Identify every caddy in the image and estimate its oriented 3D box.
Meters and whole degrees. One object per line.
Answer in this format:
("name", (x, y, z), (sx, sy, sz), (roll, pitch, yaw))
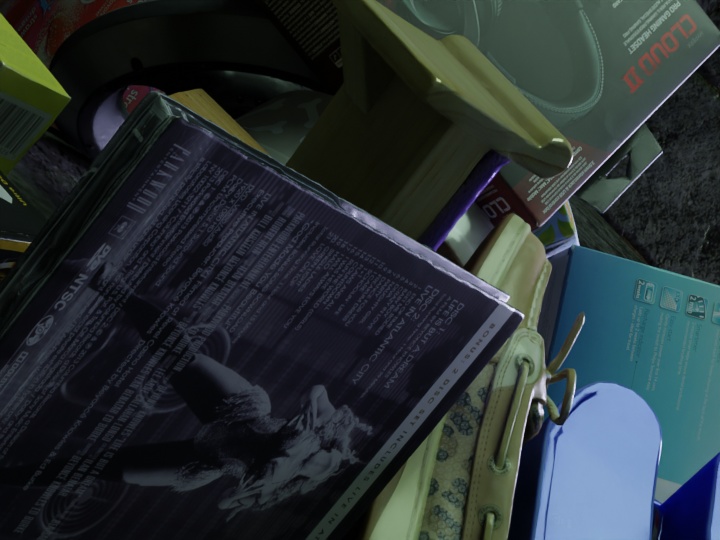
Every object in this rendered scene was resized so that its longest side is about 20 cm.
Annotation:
("caddy", (0.103, 0.144, 0.671), (0.141, 0.105, 0.201), (25, 41, -7))

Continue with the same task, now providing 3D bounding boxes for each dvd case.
("dvd case", (-0.044, 0.041, 0.503), (0.016, 0.149, 0.200), (44, 10, 34))

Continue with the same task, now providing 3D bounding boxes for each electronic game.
("electronic game", (-0.062, -0.081, 0.884), (0.200, 0.199, 0.042), (32, 53, -45))

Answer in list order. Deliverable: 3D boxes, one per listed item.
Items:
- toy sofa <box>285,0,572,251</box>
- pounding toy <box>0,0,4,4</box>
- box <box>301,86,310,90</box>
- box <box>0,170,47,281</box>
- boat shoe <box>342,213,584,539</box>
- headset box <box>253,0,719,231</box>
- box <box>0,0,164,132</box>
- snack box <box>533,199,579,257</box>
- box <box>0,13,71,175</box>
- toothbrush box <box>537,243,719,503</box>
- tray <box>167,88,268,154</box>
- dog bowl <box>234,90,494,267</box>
("toy sofa", (-0.013, 0.012, 0.596), (0.097, 0.200, 0.083), (28, 16, -36))
("pounding toy", (-0.199, -0.197, 0.856), (0.141, 0.185, 0.200), (29, 11, -4))
("box", (-0.036, -0.118, 1.017), (0.075, 0.200, 0.100), (47, 11, 26))
("box", (-0.211, -0.065, 0.588), (0.200, 0.049, 0.160), (46, 9, 15))
("boat shoe", (0.037, 0.072, 0.629), (0.062, 0.201, 0.073), (24, -26, -3))
("headset box", (0.061, -0.116, 0.795), (0.200, 0.149, 0.077), (50, -26, -5))
("box", (-0.105, -0.166, 0.954), (0.095, 0.200, 0.100), (30, 16, -43))
("snack box", (0.075, -0.074, 0.942), (0.200, 0.053, 0.143), (11, 59, -82))
("box", (-0.208, -0.116, 0.726), (0.200, 0.075, 0.050), (47, 11, 27))
("toothbrush box", (0.176, 0.086, 0.917), (0.198, 0.148, 0.085), (14, -11, -10))
("tray", (-0.033, 0.029, 0.721), (0.200, 0.099, 0.037), (45, 22, 9))
("dog bowl", (0.000, 0.000, 0.819), (0.200, 0.059, 0.201), (38, -22, 19))
